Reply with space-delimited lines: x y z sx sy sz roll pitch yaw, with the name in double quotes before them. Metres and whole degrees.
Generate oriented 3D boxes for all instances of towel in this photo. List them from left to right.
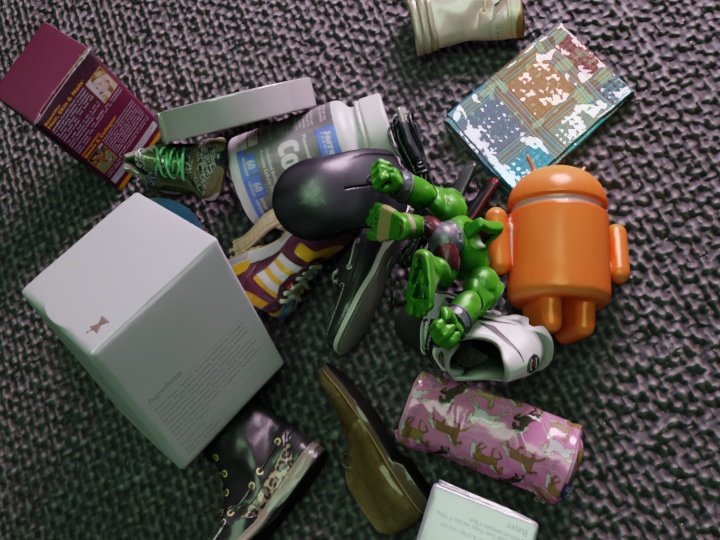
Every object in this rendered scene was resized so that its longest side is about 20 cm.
"towel" 0.218 -0.201 0.943 0.199 0.022 0.147 -40 70 -1

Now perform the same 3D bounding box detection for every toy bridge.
"toy bridge" -0.082 -0.059 0.916 0.196 0.067 0.028 -23 70 24

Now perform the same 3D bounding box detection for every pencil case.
"pencil case" 0.137 0.177 0.816 0.195 0.084 0.088 18 60 17

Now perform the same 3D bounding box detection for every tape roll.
"tape roll" -0.152 -0.197 0.939 0.197 0.203 0.038 -12 104 9

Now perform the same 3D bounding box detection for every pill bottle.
"pill bottle" -0.054 -0.138 0.937 0.195 0.114 0.117 -18 70 7

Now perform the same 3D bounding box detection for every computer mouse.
"computer mouse" 0.000 -0.095 0.831 0.195 0.053 0.142 -17 90 -21

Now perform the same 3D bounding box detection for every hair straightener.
"hair straightener" 0.083 -0.046 0.910 0.076 0.041 0.202 34 88 -12

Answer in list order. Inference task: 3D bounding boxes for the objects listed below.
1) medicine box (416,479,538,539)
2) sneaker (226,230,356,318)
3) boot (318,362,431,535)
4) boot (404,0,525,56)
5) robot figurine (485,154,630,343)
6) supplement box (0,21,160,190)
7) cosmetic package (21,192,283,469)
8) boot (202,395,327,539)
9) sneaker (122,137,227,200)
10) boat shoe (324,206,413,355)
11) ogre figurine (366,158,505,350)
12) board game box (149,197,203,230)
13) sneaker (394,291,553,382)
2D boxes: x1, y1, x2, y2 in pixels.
"medicine box" 0.096 0.321 0.727 0.101 0.182 0.205 17 77 17
"sneaker" -0.080 0.006 0.907 0.197 0.074 0.093 -22 73 33
"boot" -0.001 0.197 0.851 0.075 0.073 0.202 -38 71 10
"boot" 0.128 -0.383 0.994 0.150 0.072 0.206 -9 72 13
"robot figurine" 0.219 -0.026 0.841 0.140 0.116 0.206 -5 73 27
"supplement box" -0.353 -0.203 0.978 0.085 0.200 0.112 32 82 20
"cosmetic package" -0.217 0.064 0.826 0.166 0.203 0.166 26 61 40
"boot" -0.150 0.236 0.867 0.150 0.073 0.201 39 81 19
"sneaker" -0.234 -0.128 0.947 0.197 0.087 0.079 1 89 49
"boat shoe" 0.000 0.000 0.905 0.059 0.074 0.204 21 76 18
"ogre figurine" 0.085 -0.020 0.791 0.201 0.118 0.099 54 131 36
"board game box" -0.279 0.006 0.988 0.156 0.039 0.203 26 78 25
"sneaker" 0.099 0.074 0.819 0.197 0.087 0.076 7 110 44
